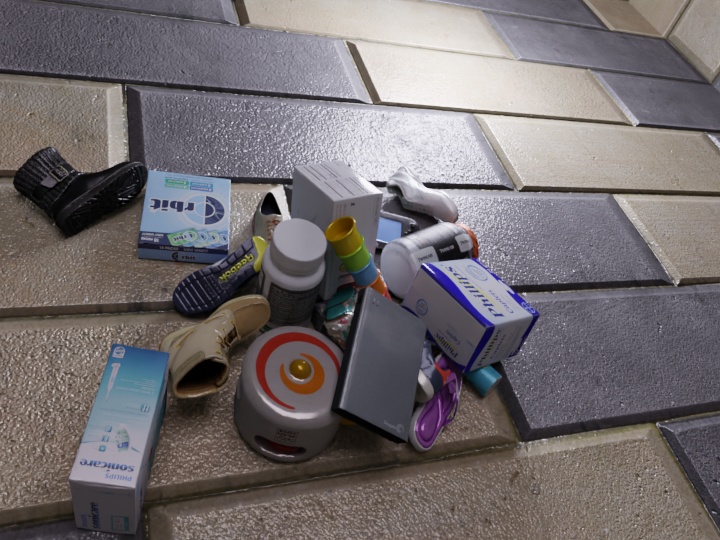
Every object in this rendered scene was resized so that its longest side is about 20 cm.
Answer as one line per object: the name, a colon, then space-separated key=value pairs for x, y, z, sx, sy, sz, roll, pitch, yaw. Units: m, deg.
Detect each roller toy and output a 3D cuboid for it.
roller toy: x=-0.105 y=0.191 z=0.998 sx=0.180 sy=0.142 sz=0.201 roll=-23 pitch=61 yaw=-35

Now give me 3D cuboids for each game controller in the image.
game controller: x=0.036 y=-0.086 z=1.379 sx=0.194 sy=0.043 sz=0.106 roll=13 pitch=46 yaw=-9

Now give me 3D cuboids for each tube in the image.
tube: x=0.183 y=0.153 z=1.215 sx=0.200 sy=0.051 sz=0.077 roll=44 pitch=15 yaw=22

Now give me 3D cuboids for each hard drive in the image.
hard drive: x=0.034 y=0.148 z=0.992 sx=0.138 sy=0.033 sz=0.205 roll=31 pitch=56 yaw=-28

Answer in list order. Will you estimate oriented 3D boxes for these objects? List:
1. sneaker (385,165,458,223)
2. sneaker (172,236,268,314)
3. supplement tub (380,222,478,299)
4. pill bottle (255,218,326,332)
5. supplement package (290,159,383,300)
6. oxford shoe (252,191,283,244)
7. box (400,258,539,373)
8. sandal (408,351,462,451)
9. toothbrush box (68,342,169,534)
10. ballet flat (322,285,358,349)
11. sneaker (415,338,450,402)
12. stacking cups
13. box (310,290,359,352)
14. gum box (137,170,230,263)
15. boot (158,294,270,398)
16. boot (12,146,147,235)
sneaker: x=0.141 y=-0.162 z=1.480 sx=0.199 sy=0.071 sz=0.080 roll=37 pitch=56 yaw=23
sneaker: x=-0.251 y=0.017 z=1.157 sx=0.197 sy=0.082 sz=0.075 roll=-33 pitch=92 yaw=-21
supplement tub: x=0.147 y=-0.026 z=1.309 sx=0.196 sy=0.124 sz=0.123 roll=-21 pitch=58 yaw=-34
pill bottle: x=-0.123 y=0.016 z=1.108 sx=0.110 sy=0.203 sz=0.115 roll=10 pitch=46 yaw=-11
supplement package: x=-0.052 y=-0.079 z=1.199 sx=0.108 sy=0.205 sz=0.155 roll=-14 pitch=37 yaw=-31
oxford shoe: x=-0.182 y=-0.070 z=1.254 sx=0.069 sy=0.075 sz=0.204 roll=-1 pitch=49 yaw=-21
box: x=0.210 y=0.077 z=1.205 sx=0.197 sy=0.107 sz=0.184 roll=-6 pitch=42 yaw=-46
sandal: x=0.146 y=0.228 z=1.107 sx=0.083 sy=0.049 sz=0.205 roll=47 pitch=50 yaw=-22
toothbrush box: x=-0.326 y=0.230 z=0.870 sx=0.083 sy=0.148 sz=0.204 roll=11 pitch=45 yaw=-10
ballet flat: x=-0.028 y=0.083 z=1.091 sx=0.200 sy=0.074 sz=0.065 roll=-73 pitch=139 yaw=-76
sneaker: x=0.080 y=0.129 z=1.106 sx=0.083 sy=0.075 sz=0.202 roll=-27 pitch=71 yaw=-29
stacking cups: x=0.000 y=0.000 z=1.125 sx=0.059 sy=0.203 sz=0.061 roll=-16 pitch=39 yaw=14
box: x=0.021 y=0.130 z=1.169 sx=0.158 sy=0.050 sz=0.202 roll=-15 pitch=56 yaw=-34
gum box: x=-0.342 y=-0.107 z=1.246 sx=0.164 sy=0.045 sz=0.204 roll=5 pitch=47 yaw=-16
boot: x=-0.216 y=0.118 z=1.000 sx=0.196 sy=0.075 sz=0.155 roll=-24 pitch=24 yaw=-17
boot: x=-0.529 y=-0.178 z=1.200 sx=0.157 sy=0.080 sz=0.210 roll=39 pitch=55 yaw=16
